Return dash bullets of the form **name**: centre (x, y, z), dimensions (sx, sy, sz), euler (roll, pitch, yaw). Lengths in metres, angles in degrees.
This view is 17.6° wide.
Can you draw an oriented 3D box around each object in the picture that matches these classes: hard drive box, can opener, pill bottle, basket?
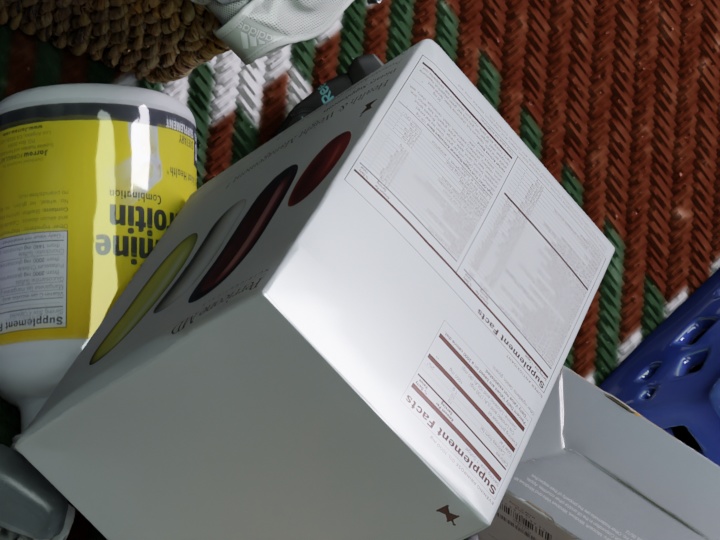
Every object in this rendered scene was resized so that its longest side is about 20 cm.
- **hard drive box**: centre (0.143, 0.160, 1.222), dimensions (0.156, 0.200, 0.077), euler (34, 67, 19)
- **can opener**: centre (-0.223, 0.073, 1.152), dimensions (0.200, 0.067, 0.053), euler (35, 43, 14)
- **pill bottle**: centre (-0.141, 0.011, 1.216), dimensions (0.111, 0.112, 0.201), euler (3, 79, -20)
- **basket**: centre (-0.126, -0.195, 1.212), dimensions (0.148, 0.200, 0.143), euler (21, 80, -14)

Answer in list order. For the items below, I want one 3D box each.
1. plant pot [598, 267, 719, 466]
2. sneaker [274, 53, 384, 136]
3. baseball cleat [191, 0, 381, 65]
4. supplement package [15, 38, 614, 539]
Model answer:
- **plant pot**: centre (0.275, 0.086, 1.324), dimensions (0.200, 0.180, 0.200), euler (-43, 95, -22)
- **sneaker**: centre (0.026, -0.021, 1.320), dimensions (0.079, 0.075, 0.201), euler (-30, 94, 1)
- **baseball cleat**: centre (-0.081, -0.149, 1.082), dimensions (0.199, 0.070, 0.107), euler (-2, 90, -15)
- **supplement package**: centre (-0.018, 0.035, 1.090), dimensions (0.147, 0.191, 0.200), euler (46, 41, -15)
